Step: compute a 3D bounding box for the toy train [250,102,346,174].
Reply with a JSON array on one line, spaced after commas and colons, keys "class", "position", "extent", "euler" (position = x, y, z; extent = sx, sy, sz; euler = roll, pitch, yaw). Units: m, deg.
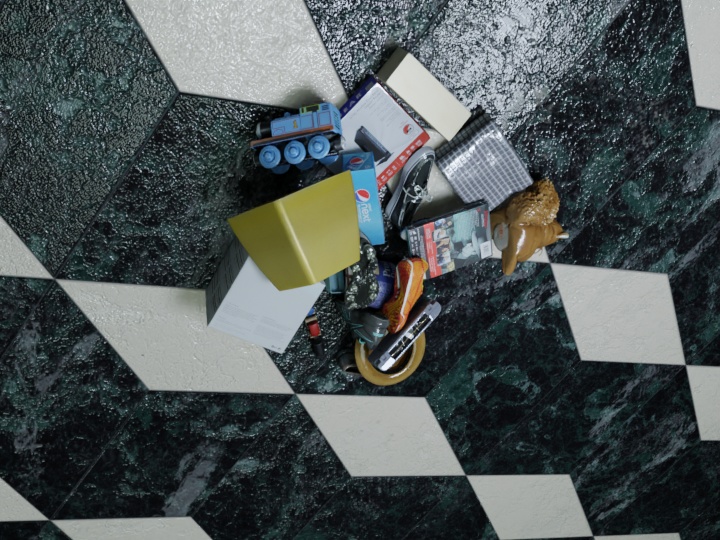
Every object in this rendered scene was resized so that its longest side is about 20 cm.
[{"class": "toy train", "position": [-0.126, -0.265, 1.485], "extent": [0.197, 0.087, 0.116], "euler": [-8, 83, 15]}]

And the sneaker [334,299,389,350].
[{"class": "sneaker", "position": [-0.010, 0.120, 1.714], "extent": [0.074, 0.199, 0.081], "euler": [10, 98, -31]}]

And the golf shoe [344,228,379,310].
[{"class": "golf shoe", "position": [0.000, 0.000, 1.604], "extent": [0.076, 0.089, 0.202], "euler": [-5, 134, -11]}]

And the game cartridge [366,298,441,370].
[{"class": "game cartridge", "position": [0.099, 0.148, 1.714], "extent": [0.040, 0.133, 0.200], "euler": [45, 83, -10]}]

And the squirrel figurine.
[{"class": "squirrel figurine", "position": [0.405, -0.108, 1.714], "extent": [0.184, 0.142, 0.202], "euler": [-6, 135, -29]}]

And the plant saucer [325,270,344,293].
[{"class": "plant saucer", "position": [-0.065, -0.051, 1.618], "extent": [0.019, 0.070, 0.204], "euler": [-8, 86, 25]}]

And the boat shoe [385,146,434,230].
[{"class": "boat shoe", "position": [0.118, -0.175, 1.617], "extent": [0.073, 0.068, 0.201], "euler": [-5, 136, -43]}]

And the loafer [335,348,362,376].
[{"class": "loafer", "position": [0.031, 0.254, 1.892], "extent": [0.197, 0.063, 0.073], "euler": [13, 118, -22]}]

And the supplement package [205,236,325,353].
[{"class": "supplement package", "position": [-0.215, 0.039, 1.637], "extent": [0.189, 0.148, 0.201], "euler": [23, 113, -26]}]

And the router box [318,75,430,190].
[{"class": "router box", "position": [0.017, -0.274, 1.563], "extent": [0.200, 0.049, 0.179], "euler": [-44, 122, 14]}]

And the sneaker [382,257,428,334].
[{"class": "sneaker", "position": [0.104, 0.062, 1.655], "extent": [0.076, 0.073, 0.202], "euler": [-8, 132, -36]}]

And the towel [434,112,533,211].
[{"class": "towel", "position": [0.275, -0.225, 1.644], "extent": [0.165, 0.086, 0.200], "euler": [-38, 124, 11]}]

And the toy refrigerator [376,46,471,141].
[{"class": "toy refrigerator", "position": [0.131, -0.364, 1.528], "extent": [0.199, 0.070, 0.076], "euler": [35, 101, -31]}]

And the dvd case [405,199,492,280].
[{"class": "dvd case", "position": [0.202, -0.064, 1.663], "extent": [0.197, 0.022, 0.148], "euler": [-19, 125, -9]}]

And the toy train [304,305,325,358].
[{"class": "toy train", "position": [-0.116, 0.134, 1.786], "extent": [0.034, 0.046, 0.202], "euler": [-16, 124, -5]}]

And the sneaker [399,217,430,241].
[{"class": "sneaker", "position": [0.172, -0.070, 1.692], "extent": [0.198, 0.073, 0.072], "euler": [10, 141, -40]}]

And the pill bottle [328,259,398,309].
[{"class": "pill bottle", "position": [0.026, 0.029, 1.719], "extent": [0.197, 0.112, 0.113], "euler": [12, 118, -22]}]

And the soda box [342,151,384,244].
[{"class": "soda box", "position": [0.007, -0.148, 1.567], "extent": [0.067, 0.065, 0.202], "euler": [-6, 133, 4]}]

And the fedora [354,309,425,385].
[{"class": "fedora", "position": [0.065, 0.180, 1.832], "extent": [0.197, 0.082, 0.204], "euler": [-5, 107, -17]}]

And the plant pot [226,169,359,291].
[{"class": "plant pot", "position": [-0.115, -0.070, 1.482], "extent": [0.199, 0.199, 0.179], "euler": [-28, 101, -38]}]
